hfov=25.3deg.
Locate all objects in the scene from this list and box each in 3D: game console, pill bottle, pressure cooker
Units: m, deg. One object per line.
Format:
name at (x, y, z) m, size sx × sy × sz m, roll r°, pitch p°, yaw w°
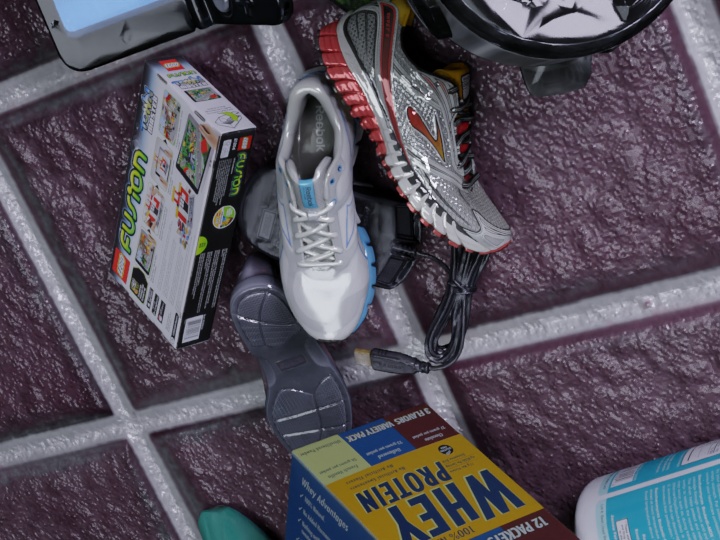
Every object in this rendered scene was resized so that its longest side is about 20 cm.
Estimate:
game console at (-0.161, -0.247, 1.117) m, size 0.175 × 0.116 × 0.202 m, roll 15°, pitch 131°, yaw 55°
pill bottle at (0.263, 0.180, 1.160) m, size 0.199 × 0.111 × 0.111 m, roll -23°, pitch 105°, yaw 34°
pressure cooker at (0.108, -0.209, 0.974) m, size 0.178 × 0.200 × 0.177 m, roll 31°, pitch 94°, yaw -5°

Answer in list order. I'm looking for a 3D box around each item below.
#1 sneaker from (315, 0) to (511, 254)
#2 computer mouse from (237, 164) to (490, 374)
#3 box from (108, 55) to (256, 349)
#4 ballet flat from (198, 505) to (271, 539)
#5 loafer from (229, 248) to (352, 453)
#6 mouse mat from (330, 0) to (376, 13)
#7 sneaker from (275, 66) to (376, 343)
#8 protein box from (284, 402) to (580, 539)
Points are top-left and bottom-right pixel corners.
sneaker at (0.050, -0.100, 1.124) m, size 0.082 × 0.078 × 0.201 m, roll -31°, pitch 98°, yaw 16°
computer mouse at (0.000, 0.000, 1.217) m, size 0.198 × 0.046 × 0.142 m, roll 11°, pitch 99°, yaw 11°
box at (-0.142, -0.052, 1.246) m, size 0.110 × 0.034 × 0.201 m, roll 45°, pitch 133°, yaw 35°
ballet flat at (-0.081, 0.297, 1.416) m, size 0.067 × 0.070 × 0.200 m, roll -36°, pitch 97°, yaw 36°
loafer at (-0.051, 0.069, 1.289) m, size 0.071 × 0.063 × 0.201 m, roll -12°, pitch 128°, yaw 9°
mouse mat at (-0.025, -0.277, 1.113) m, size 0.199 × 0.008 × 0.161 m, roll 35°, pitch 126°, yaw 3°
sneaker at (-0.034, -0.045, 1.152) m, size 0.074 × 0.087 × 0.202 m, roll -4°, pitch 95°, yaw 10°
protein box at (0.046, 0.252, 1.241) m, size 0.198 × 0.134 × 0.202 m, roll 39°, pitch 134°, yaw 42°
